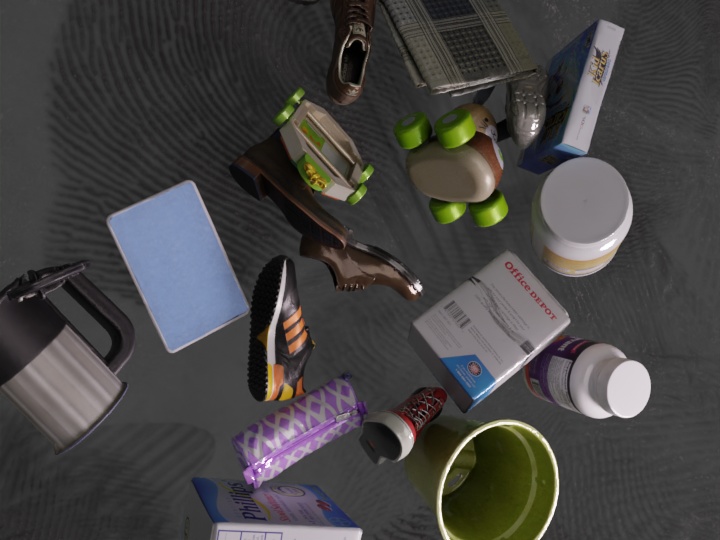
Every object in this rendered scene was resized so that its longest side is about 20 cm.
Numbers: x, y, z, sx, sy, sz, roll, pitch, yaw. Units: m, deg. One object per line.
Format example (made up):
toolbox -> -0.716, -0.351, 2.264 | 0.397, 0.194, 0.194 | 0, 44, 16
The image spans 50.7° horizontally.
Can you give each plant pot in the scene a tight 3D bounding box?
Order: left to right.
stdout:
plant pot -> 0.157, 0.298, 1.120 | 0.196, 0.184, 0.206 | -2, 95, -22

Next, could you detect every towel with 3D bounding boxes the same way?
towel -> 0.139, -0.341, 1.110 | 0.189, 0.035, 0.203 | -15, 65, -22

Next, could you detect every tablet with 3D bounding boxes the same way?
tablet -> -0.244, -0.005, 1.029 | 0.128, 0.014, 0.203 | -27, 102, -18

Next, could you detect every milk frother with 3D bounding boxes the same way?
milk frother -> -0.351, 0.093, 0.892 | 0.181, 0.199, 0.189 | -45, 108, -17

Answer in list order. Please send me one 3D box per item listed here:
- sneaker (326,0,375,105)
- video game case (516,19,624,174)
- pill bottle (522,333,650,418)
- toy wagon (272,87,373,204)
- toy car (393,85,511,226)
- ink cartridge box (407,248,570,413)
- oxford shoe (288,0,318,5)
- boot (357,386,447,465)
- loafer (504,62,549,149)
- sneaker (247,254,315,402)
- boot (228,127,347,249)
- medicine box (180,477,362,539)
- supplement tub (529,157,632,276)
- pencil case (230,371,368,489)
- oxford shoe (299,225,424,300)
sneaker -> -0.004, -0.338, 1.072 | 0.069, 0.075, 0.205 | 4, 92, -22
video game case -> 0.307, -0.251, 1.139 | 0.045, 0.200, 0.185 | 17, 86, -6
pill bottle -> 0.349, 0.164, 1.181 | 0.109, 0.199, 0.114 | -2, 94, -22
toy wagon -> -0.053, -0.156, 1.012 | 0.039, 0.201, 0.155 | -36, 108, 26
toy car -> 0.172, -0.194, 1.124 | 0.200, 0.156, 0.166 | -48, 124, -27
ink cartridge box -> 0.191, 0.090, 1.143 | 0.198, 0.084, 0.146 | -35, 71, -16
oxford shoe -> -0.131, -0.408, 1.012 | 0.196, 0.084, 0.075 | -1, 96, -20
boot -> 0.074, 0.204, 1.080 | 0.143, 0.200, 0.073 | -35, 80, -17
loafer -> 0.247, -0.255, 1.148 | 0.068, 0.202, 0.071 | 13, 130, 6
sneaker -> -0.104, 0.082, 1.070 | 0.089, 0.069, 0.205 | 6, 91, -38
boot -> -0.076, -0.116, 1.025 | 0.199, 0.075, 0.097 | 37, 69, 14
medicine box -> -0.124, 0.357, 1.009 | 0.196, 0.182, 0.105 | 11, 89, -22
supplement tub -> 0.327, -0.078, 1.139 | 0.141, 0.200, 0.148 | -2, 79, 11
pencil case -> -0.084, 0.227, 1.070 | 0.197, 0.085, 0.085 | -28, 116, -17
oxford shoe -> 0.000, 0.000, 1.094 | 0.197, 0.073, 0.086 | 28, 85, -10
